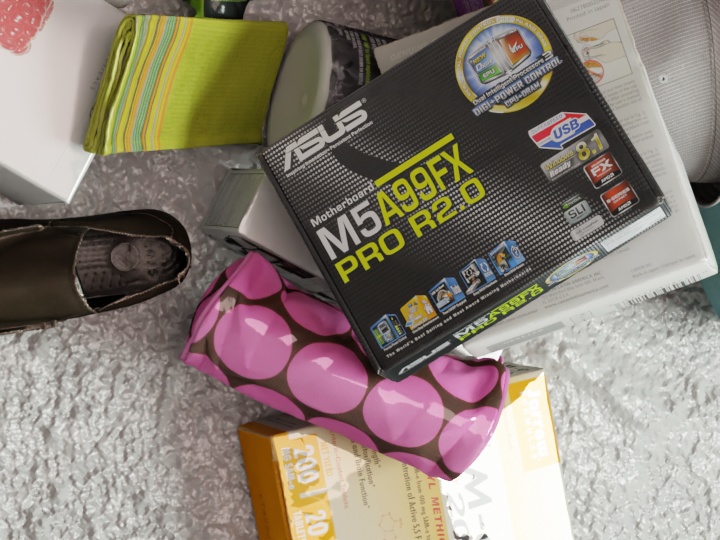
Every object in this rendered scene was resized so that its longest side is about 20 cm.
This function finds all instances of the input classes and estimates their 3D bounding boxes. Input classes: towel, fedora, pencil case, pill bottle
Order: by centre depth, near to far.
[{"bbox_3d":[-0.101,-0.114,1.411,0.018,0.200,0.086,24,104,22],"label":"towel"},{"bbox_3d":[-0.008,0.056,1.435,0.199,0.091,0.094,25,58,-4],"label":"pencil case"},{"bbox_3d":[0.189,-0.136,1.467,0.090,0.177,0.201,-6,121,-10],"label":"fedora"},{"bbox_3d":[0.048,-0.090,1.502,0.199,0.106,0.107,13,87,-21],"label":"pill bottle"}]

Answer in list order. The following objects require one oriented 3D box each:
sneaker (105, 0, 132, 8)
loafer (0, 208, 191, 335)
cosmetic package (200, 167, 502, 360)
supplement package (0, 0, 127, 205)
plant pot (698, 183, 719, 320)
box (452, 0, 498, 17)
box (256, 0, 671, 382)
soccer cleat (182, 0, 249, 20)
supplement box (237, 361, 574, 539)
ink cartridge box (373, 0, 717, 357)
[{"bbox_3d":[-0.202,-0.249,1.425,0.080,0.076,0.201,-26,97,-7],"label":"sneaker"},{"bbox_3d":[-0.194,-0.002,1.428,0.199,0.071,0.073,-15,97,-21],"label":"loafer"},{"bbox_3d":[0.000,0.000,1.501,0.199,0.083,0.051,28,84,-20],"label":"cosmetic package"},{"bbox_3d":[-0.244,-0.139,1.377,0.200,0.120,0.122,31,80,-20],"label":"supplement package"},{"bbox_3d":[0.295,-0.062,1.573,0.200,0.200,0.135,-34,77,-17],"label":"plant pot"},{"bbox_3d":[0.137,-0.234,1.459,0.200,0.039,0.137,-41,143,-15],"label":"box"},{"bbox_3d":[0.061,-0.052,1.376,0.200,0.044,0.161,-31,75,8],"label":"box"},{"bbox_3d":[-0.068,-0.222,1.470,0.081,0.068,0.201,8,86,-7],"label":"soccer cleat"},{"bbox_3d":[0.032,0.143,1.521,0.199,0.073,0.127,-13,96,-21],"label":"supplement box"},{"bbox_3d":[0.112,-0.067,1.413,0.160,0.050,0.201,-20,74,10],"label":"ink cartridge box"}]
